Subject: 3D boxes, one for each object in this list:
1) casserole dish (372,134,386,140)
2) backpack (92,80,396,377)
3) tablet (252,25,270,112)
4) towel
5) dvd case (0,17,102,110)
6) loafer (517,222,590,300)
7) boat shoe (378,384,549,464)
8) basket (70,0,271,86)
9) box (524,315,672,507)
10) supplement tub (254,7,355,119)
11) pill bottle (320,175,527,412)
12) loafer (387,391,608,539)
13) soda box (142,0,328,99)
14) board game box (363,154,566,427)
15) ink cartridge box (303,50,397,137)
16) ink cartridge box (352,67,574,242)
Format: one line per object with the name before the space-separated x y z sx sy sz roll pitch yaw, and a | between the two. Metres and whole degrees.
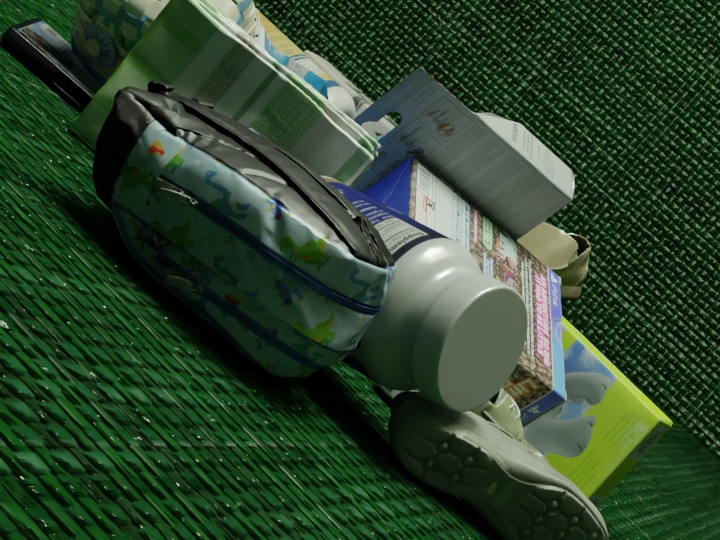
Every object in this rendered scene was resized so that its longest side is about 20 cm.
casserole dish | -0.008 -0.088 1.553 0.121 0.199 0.039 30 50 -65
backpack | -0.071 -0.022 1.081 0.199 0.154 0.163 21 0 16
tablet | -0.068 -0.091 1.374 0.130 0.014 0.201 -94 175 -53
towel | -0.103 -0.101 1.256 0.200 0.149 0.031 40 7 -7
dvd case | -0.220 -0.145 1.418 0.200 0.018 0.143 41 8 -9
loafer | 0.170 -0.015 1.605 0.075 0.069 0.200 25 9 26
boat shoe | 0.099 0.123 1.343 0.200 0.062 0.072 38 8 -32
basket | -0.168 -0.194 1.425 0.176 0.139 0.200 37 -20 18
box | 0.189 0.122 1.580 0.200 0.122 0.048 46 9 28
supplement tub | -0.119 -0.180 1.649 0.200 0.145 0.145 44 8 13
pill bottle | 0.016 0.017 1.171 0.200 0.116 0.116 30 -1 38
loafer | 0.102 0.149 1.189 0.200 0.070 0.070 38 17 -25
soda box | -0.124 -0.189 1.530 0.200 0.064 0.068 34 -21 17
board game box | 0.078 0.028 1.429 0.200 0.097 0.160 38 34 -26
ink cartridge box | -0.025 -0.113 1.740 0.200 0.146 0.084 43 9 15
ink cartridge box | 0.068 -0.089 1.463 0.200 0.162 0.057 41 33 -22
